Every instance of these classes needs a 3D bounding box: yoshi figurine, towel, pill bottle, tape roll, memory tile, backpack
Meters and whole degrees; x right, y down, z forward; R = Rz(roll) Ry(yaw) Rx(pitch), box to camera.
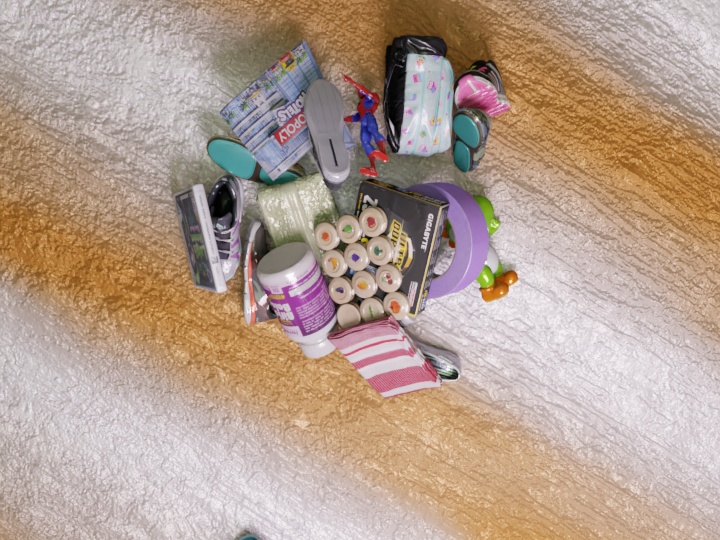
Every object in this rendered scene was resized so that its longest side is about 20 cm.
[{"bbox_3d":[0.230,-0.054,1.215,0.111,0.112,0.203,-32,94,-10],"label":"yoshi figurine"},{"bbox_3d":[-0.101,-0.077,1.220,0.145,0.037,0.203,-15,117,5],"label":"towel"},{"bbox_3d":[-0.107,0.059,1.210,0.110,0.113,0.203,-20,119,4],"label":"pill bottle"},{"bbox_3d":[0.130,-0.054,1.178,0.197,0.065,0.205,9,105,38],"label":"tape roll"},{"bbox_3d":[0.047,0.167,1.208,0.142,0.023,0.201,-18,127,31],"label":"towel"},{"bbox_3d":[0.000,0.000,1.153,0.151,0.017,0.204,-13,98,31],"label":"memory tile"},{"bbox_3d":[0.102,-0.304,1.154,0.123,0.167,0.205,1,106,2],"label":"backpack"}]

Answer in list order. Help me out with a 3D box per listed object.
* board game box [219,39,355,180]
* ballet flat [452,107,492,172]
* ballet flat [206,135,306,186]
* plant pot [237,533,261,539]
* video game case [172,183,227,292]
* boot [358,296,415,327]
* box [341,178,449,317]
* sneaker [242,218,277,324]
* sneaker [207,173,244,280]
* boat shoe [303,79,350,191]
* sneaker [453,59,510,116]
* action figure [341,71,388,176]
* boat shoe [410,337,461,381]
[{"bbox_3d":[-0.113,-0.268,1.176,0.201,0.061,0.200,49,65,-13],"label":"board game box"},{"bbox_3d":[0.198,-0.243,1.145,0.072,0.200,0.076,0,76,2],"label":"ballet flat"},{"bbox_3d":[-0.188,-0.199,1.216,0.196,0.071,0.072,22,98,-10],"label":"ballet flat"},{"bbox_3d":[-0.190,0.662,1.288,0.187,0.200,0.201,40,98,-20],"label":"plant pot"},{"bbox_3d":[-0.294,-0.056,1.182,0.023,0.199,0.186,-15,98,-25],"label":"video game case"},{"bbox_3d":[0.023,0.027,1.246,0.089,0.072,0.203,-27,86,24],"label":"boot"},{"bbox_3d":[0.057,-0.042,1.149,0.157,0.049,0.204,22,112,24],"label":"box"},{"bbox_3d":[-0.184,0.002,1.253,0.080,0.077,0.205,0,106,-13],"label":"sneaker"},{"bbox_3d":[-0.258,-0.074,1.198,0.076,0.140,0.205,2,98,-5],"label":"sneaker"},{"bbox_3d":[-0.063,-0.231,1.127,0.070,0.071,0.204,-1,67,-16],"label":"boat shoe"},{"bbox_3d":[0.203,-0.325,1.139,0.073,0.199,0.089,-22,83,28],"label":"sneaker"},{"bbox_3d":[-0.007,-0.266,1.150,0.097,0.203,0.065,20,135,-26],"label":"action figure"},{"bbox_3d":[0.102,0.169,1.262,0.195,0.067,0.075,8,98,1],"label":"boat shoe"}]
